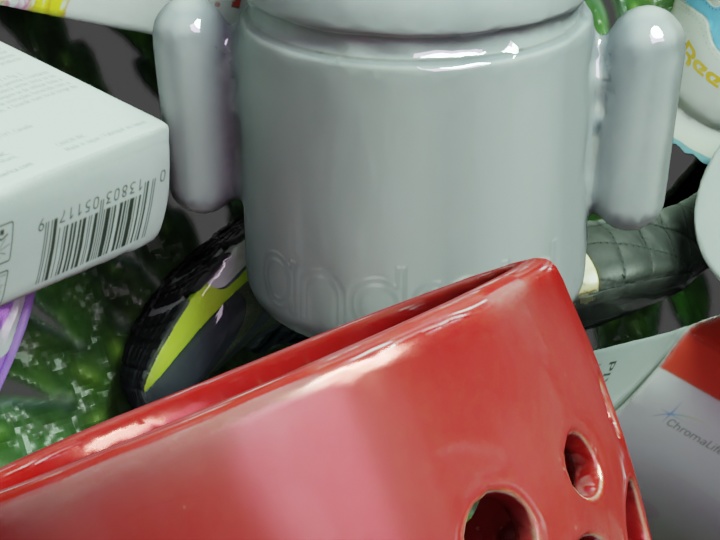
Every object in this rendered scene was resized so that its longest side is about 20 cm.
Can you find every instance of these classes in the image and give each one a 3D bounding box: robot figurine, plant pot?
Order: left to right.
[{"bbox_3d":[-0.007,0.113,0.616,0.199,0.200,0.184,-23,89,-25],"label":"plant pot"},{"bbox_3d":[0.018,-0.052,0.745,0.168,0.113,0.201,0,113,3],"label":"robot figurine"}]

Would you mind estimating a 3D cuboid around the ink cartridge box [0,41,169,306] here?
[{"bbox_3d":[-0.183,-0.046,0.731,0.199,0.057,0.162,23,29,27],"label":"ink cartridge box"}]

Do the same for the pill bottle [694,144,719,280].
[{"bbox_3d":[0.206,0.015,0.863,0.200,0.112,0.113,37,62,-44],"label":"pill bottle"}]

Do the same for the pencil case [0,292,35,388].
[{"bbox_3d":[-0.205,-0.006,0.762,0.199,0.084,0.086,19,106,-15],"label":"pencil case"}]

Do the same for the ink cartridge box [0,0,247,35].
[{"bbox_3d":[-0.108,-0.167,0.782,0.198,0.084,0.146,11,112,-7],"label":"ink cartridge box"}]

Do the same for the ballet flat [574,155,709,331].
[{"bbox_3d":[0.108,-0.018,0.883,0.200,0.066,0.057,-24,89,-48],"label":"ballet flat"}]

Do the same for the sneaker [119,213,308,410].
[{"bbox_3d":[0.000,0.000,0.850,0.200,0.074,0.081,-36,95,-24],"label":"sneaker"}]

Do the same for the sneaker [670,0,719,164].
[{"bbox_3d":[0.174,-0.117,0.915,0.076,0.081,0.200,30,40,3],"label":"sneaker"}]

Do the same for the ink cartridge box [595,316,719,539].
[{"bbox_3d":[0.156,0.077,0.812,0.162,0.200,0.057,29,78,-13],"label":"ink cartridge box"}]
